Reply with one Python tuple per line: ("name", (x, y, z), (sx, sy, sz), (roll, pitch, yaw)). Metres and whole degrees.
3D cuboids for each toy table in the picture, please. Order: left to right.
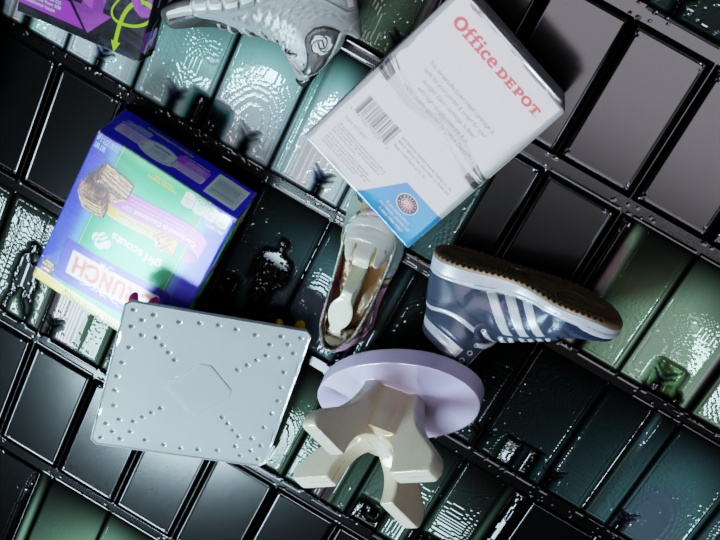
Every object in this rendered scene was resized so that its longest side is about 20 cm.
("toy table", (0.023, 0.165, 1.269), (0.184, 0.118, 0.200), (40, 142, -21))

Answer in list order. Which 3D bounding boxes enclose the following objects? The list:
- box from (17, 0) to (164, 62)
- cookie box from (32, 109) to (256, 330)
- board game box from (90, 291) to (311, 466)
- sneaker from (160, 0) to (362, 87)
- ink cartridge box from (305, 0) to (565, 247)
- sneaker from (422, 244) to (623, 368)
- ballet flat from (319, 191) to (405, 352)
("box", (-0.253, -0.325, 1.223), (0.142, 0.036, 0.201), (23, 116, 7))
("cookie box", (-0.231, -0.037, 1.318), (0.171, 0.075, 0.201), (32, 119, 0))
("board game box", (-0.175, 0.121, 1.343), (0.199, 0.026, 0.201), (10, 124, -16))
("sneaker", (-0.091, -0.226, 1.194), (0.199, 0.075, 0.116), (-9, 112, 20))
("ink cartridge box", (0.072, -0.145, 1.158), (0.200, 0.084, 0.146), (-40, 97, 19))
("sneaker", (0.155, 0.056, 1.238), (0.199, 0.070, 0.109), (21, 113, 16))
("ballet flat", (0.000, 0.000, 1.263), (0.069, 0.071, 0.201), (21, 117, 9))
